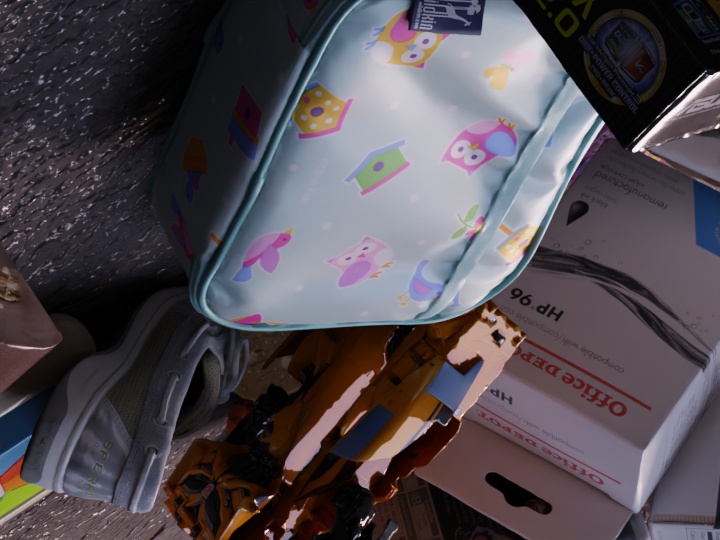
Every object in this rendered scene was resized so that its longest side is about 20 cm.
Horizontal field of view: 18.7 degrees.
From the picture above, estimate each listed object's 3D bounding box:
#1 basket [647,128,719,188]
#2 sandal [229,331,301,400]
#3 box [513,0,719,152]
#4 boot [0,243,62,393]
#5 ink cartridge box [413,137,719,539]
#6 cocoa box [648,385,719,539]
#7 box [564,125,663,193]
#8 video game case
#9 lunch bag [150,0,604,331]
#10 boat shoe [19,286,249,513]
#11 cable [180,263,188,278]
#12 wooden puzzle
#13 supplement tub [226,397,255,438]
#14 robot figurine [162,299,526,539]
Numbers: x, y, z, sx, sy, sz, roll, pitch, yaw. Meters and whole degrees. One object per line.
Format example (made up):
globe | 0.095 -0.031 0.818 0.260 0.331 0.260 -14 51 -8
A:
basket | 0.252 -0.084 1.130 0.136 0.199 0.123 -66 169 -1
sandal | 0.003 0.005 1.128 0.211 0.078 0.070 -36 172 20
box | 0.113 -0.131 0.790 0.200 0.161 0.044 -17 158 -50
boot | -0.174 0.072 0.901 0.200 0.064 0.186 -46 145 22
ink cartridge box | 0.124 0.040 1.120 0.200 0.116 0.068 -52 158 -27
cocoa box | 0.238 0.097 1.190 0.131 0.201 0.134 1 139 16
box | 0.101 -0.052 1.246 0.137 0.039 0.200 -41 165 18
video game case | 0.041 0.091 1.166 0.181 0.201 0.023 -16 141 1
lunch bag | 0.020 -0.062 0.839 0.160 0.077 0.200 2 138 -30
boat shoe | -0.093 0.062 1.023 0.075 0.065 0.202 -66 173 16
cable | 0.012 -0.056 0.948 0.200 0.051 0.163 -40 140 19
wooden puzzle | -0.201 0.107 1.059 0.185 0.037 0.200 -33 165 -12
supplement tub | 0.028 0.087 1.296 0.199 0.123 0.122 -22 171 21
robot figurine | -0.018 0.076 1.049 0.200 0.145 0.058 -48 122 0
